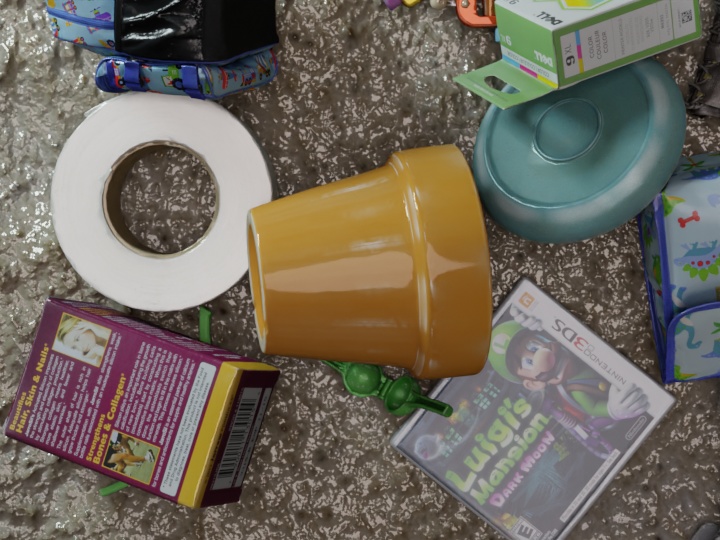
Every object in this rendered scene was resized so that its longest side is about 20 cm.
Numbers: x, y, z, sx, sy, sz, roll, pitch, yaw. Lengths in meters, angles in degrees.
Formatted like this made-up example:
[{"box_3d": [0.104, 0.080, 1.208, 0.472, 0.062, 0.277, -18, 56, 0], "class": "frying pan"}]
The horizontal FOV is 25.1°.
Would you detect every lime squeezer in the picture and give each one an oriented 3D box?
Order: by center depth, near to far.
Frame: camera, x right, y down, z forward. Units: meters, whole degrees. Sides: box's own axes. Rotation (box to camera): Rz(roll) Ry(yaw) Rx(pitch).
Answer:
[{"box_3d": [0.009, 0.102, 1.460, 0.200, 0.071, 0.038, 25, 97, 32], "class": "lime squeezer"}, {"box_3d": [-0.166, 0.138, 1.486, 0.071, 0.038, 0.200, 29, 94, -2], "class": "lime squeezer"}]

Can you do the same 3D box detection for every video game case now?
[{"box_3d": [0.158, 0.138, 1.485, 0.182, 0.023, 0.200, 39, 93, 0], "class": "video game case"}]

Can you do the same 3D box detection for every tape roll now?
[{"box_3d": [-0.176, -0.064, 1.464, 0.202, 0.071, 0.203, 0, 92, 2], "class": "tape roll"}]

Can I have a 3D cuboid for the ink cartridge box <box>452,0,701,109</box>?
[{"box_3d": [0.183, -0.211, 1.400, 0.200, 0.104, 0.059, -22, 120, -15], "class": "ink cartridge box"}]

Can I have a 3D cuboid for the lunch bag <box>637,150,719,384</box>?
[{"box_3d": [0.340, -0.002, 1.432, 0.170, 0.127, 0.200, -8, 109, 2], "class": "lunch bag"}]

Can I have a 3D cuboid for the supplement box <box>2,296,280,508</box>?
[{"box_3d": [-0.193, 0.116, 1.428, 0.200, 0.103, 0.131, 19, 92, 18], "class": "supplement box"}]

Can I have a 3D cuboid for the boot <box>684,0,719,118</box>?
[{"box_3d": [0.328, -0.222, 1.446, 0.200, 0.069, 0.174, 21, 92, -1], "class": "boot"}]

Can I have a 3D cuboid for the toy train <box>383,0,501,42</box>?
[{"box_3d": [0.085, -0.301, 1.461, 0.150, 0.056, 0.200, -8, 94, 0], "class": "toy train"}]

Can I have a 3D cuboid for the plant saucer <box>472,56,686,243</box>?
[{"box_3d": [0.185, -0.119, 1.415, 0.200, 0.027, 0.200, -14, 58, 25], "class": "plant saucer"}]

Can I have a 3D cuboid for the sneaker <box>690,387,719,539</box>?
[{"box_3d": [0.345, 0.206, 1.455, 0.115, 0.075, 0.200, -27, 94, -1], "class": "sneaker"}]

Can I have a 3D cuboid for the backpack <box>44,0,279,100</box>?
[{"box_3d": [-0.186, -0.227, 1.411, 0.200, 0.183, 0.135, 6, 106, 17], "class": "backpack"}]

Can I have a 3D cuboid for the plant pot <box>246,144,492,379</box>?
[{"box_3d": [0.000, 0.000, 1.381, 0.183, 0.200, 0.201, -6, 92, -9], "class": "plant pot"}]
